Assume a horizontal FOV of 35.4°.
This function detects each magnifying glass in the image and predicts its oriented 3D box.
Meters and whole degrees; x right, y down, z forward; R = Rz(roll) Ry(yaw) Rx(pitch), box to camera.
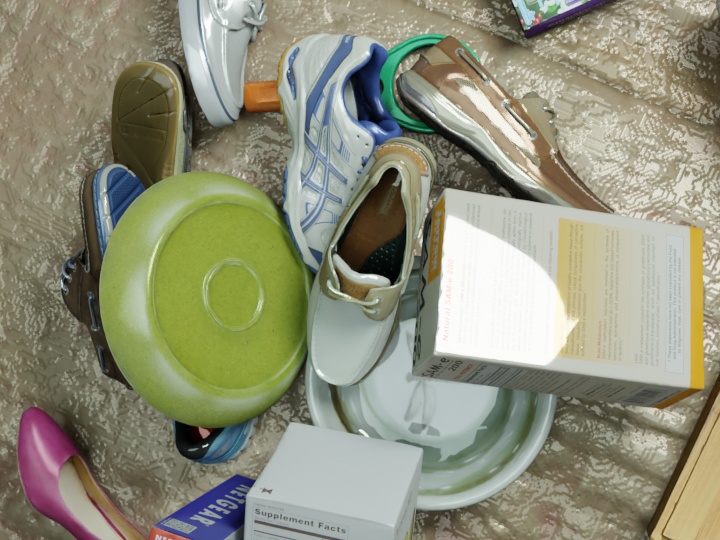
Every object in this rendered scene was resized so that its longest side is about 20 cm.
[{"bbox_3d":[0.002,-0.149,0.926,0.199,0.022,0.080,-2,91,9],"label":"magnifying glass"}]

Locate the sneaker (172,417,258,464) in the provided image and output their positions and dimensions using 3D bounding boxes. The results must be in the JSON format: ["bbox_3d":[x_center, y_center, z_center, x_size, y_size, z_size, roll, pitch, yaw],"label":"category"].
[{"bbox_3d":[-0.110,0.063,0.914,0.078,0.090,0.201,7,92,11],"label":"sneaker"}]

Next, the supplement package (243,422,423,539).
[{"bbox_3d":[-0.024,0.236,0.859,0.109,0.114,0.200,10,114,11],"label":"supplement package"}]

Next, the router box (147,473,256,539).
[{"bbox_3d":[-0.125,0.265,0.866,0.049,0.200,0.180,16,93,10],"label":"router box"}]

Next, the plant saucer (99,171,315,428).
[{"bbox_3d":[-0.104,0.020,0.869,0.031,0.200,0.201,-9,89,48],"label":"plant saucer"}]

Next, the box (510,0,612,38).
[{"bbox_3d":[0.155,-0.302,0.883,0.137,0.039,0.200,-22,87,11],"label":"box"}]

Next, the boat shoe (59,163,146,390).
[{"bbox_3d":[-0.198,0.012,0.889,0.072,0.072,0.200,3,117,19],"label":"boat shoe"}]

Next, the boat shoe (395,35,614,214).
[{"bbox_3d":[0.121,-0.104,0.869,0.200,0.076,0.072,38,90,-6],"label":"boat shoe"}]

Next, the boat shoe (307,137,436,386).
[{"bbox_3d":[0.000,0.000,0.839,0.075,0.068,0.200,17,108,8],"label":"boat shoe"}]

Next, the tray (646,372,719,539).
[{"bbox_3d":[0.307,0.135,0.863,0.098,0.037,0.200,24,94,9],"label":"tray"}]

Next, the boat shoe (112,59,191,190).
[{"bbox_3d":[-0.171,-0.075,0.930,0.073,0.065,0.200,20,115,10],"label":"boat shoe"}]

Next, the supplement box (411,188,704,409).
[{"bbox_3d":[0.144,0.023,0.829,0.199,0.074,0.126,9,71,-7],"label":"supplement box"}]

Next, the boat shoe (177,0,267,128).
[{"bbox_3d":[-0.108,-0.218,0.917,0.065,0.074,0.201,-8,88,11],"label":"boat shoe"}]

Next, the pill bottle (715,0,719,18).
[{"bbox_3d":[0.345,-0.129,0.812,0.113,0.113,0.200,-21,86,10],"label":"pill bottle"}]

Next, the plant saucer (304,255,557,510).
[{"bbox_3d":[0.057,0.088,0.903,0.200,0.050,0.201,0,91,11],"label":"plant saucer"}]

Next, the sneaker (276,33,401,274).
[{"bbox_3d":[-0.010,-0.083,0.877,0.088,0.075,0.201,2,107,37],"label":"sneaker"}]

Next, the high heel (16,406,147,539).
[{"bbox_3d":[-0.214,0.199,0.943,0.096,0.067,0.200,-19,92,22],"label":"high heel"}]
